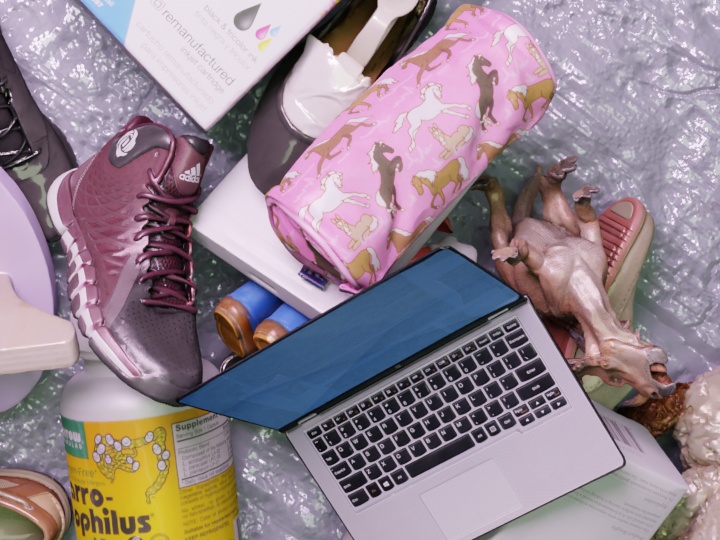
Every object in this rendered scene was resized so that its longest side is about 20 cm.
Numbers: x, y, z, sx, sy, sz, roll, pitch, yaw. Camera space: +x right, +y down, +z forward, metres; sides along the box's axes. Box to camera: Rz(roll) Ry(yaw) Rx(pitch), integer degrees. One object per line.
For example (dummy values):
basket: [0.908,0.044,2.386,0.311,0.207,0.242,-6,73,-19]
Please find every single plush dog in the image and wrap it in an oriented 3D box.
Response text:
plush dog: [0.276,0.152,0.942,0.198,0.161,0.173,2,73,-7]

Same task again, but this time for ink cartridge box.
ink cartridge box: [-0.080,-0.211,0.841,0.200,0.146,0.147,-45,100,-2]

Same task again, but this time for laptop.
laptop: [0.031,0.097,0.785,0.186,0.116,0.201,-29,99,18]

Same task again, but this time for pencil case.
pencil case: [0.034,-0.074,0.794,0.200,0.083,0.087,-46,140,-17]

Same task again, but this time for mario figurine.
mario figurine: [0.000,0.000,0.897,0.123,0.106,0.200,44,68,6]

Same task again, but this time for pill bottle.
pill bottle: [-0.143,0.123,0.887,0.112,0.113,0.202,-6,98,-7]

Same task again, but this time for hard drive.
hard drive: [-0.001,-0.066,0.856,0.131,0.027,0.200,32,69,21]

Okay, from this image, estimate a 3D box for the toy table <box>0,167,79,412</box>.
toy table: [-0.267,0.030,0.828,0.182,0.117,0.201,-16,118,4]

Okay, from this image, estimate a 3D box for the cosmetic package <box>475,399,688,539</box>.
cosmetic package: [0.120,0.188,0.913,0.112,0.081,0.201,27,108,-24]

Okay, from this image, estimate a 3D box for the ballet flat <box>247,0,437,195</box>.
ballet flat: [-0.009,-0.136,0.835,0.068,0.068,0.201,32,68,-4]

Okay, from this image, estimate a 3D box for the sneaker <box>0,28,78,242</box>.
sneaker: [-0.247,-0.108,0.859,0.076,0.091,0.201,-29,100,-6]

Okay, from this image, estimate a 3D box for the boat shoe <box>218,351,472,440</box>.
boat shoe: [-0.009,0.080,0.892,0.199,0.066,0.072,9,78,16]

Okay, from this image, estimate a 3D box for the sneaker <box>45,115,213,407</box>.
sneaker: [-0.124,-0.023,0.796,0.116,0.201,0.075,-46,143,19]

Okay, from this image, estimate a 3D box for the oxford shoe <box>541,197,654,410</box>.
oxford shoe: [0.172,0.046,0.948,0.073,0.071,0.201,20,102,-16]

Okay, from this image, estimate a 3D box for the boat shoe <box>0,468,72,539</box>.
boat shoe: [-0.300,0.168,0.890,0.198,0.074,0.076,-1,96,-8]

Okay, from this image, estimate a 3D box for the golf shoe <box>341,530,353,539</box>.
golf shoe: [0.023,0.137,0.944,0.097,0.078,0.201,35,89,13]

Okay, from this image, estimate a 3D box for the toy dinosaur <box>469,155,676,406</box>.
toy dinosaur: [0.130,0.007,0.886,0.085,0.200,0.136,-20,120,-1]
